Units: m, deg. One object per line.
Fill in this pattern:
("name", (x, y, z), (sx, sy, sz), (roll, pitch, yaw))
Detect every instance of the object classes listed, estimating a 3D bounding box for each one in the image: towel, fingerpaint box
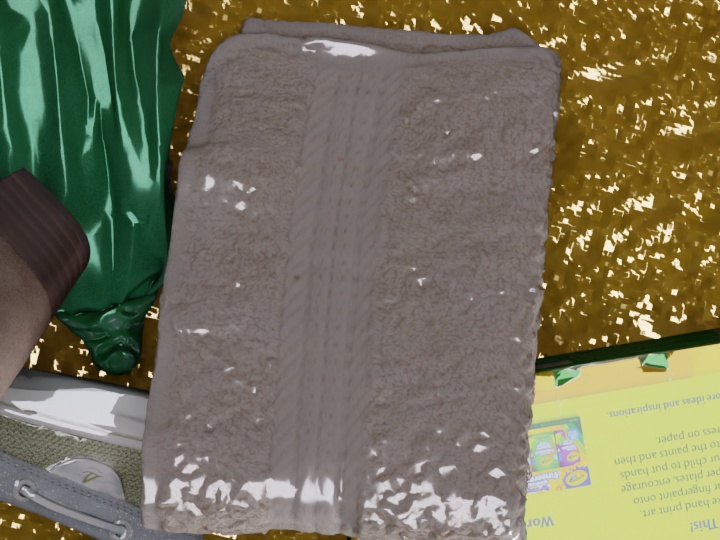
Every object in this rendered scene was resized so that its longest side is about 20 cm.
("towel", (0.000, 0.000, 0.843), (0.132, 0.035, 0.200), (3, 62, 5))
("fingerpaint box", (0.098, 0.111, 0.879), (0.199, 0.073, 0.167), (-10, 91, -2))

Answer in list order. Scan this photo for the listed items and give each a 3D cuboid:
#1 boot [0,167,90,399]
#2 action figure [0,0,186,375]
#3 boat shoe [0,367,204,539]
("boot", (-0.193, -0.013, 0.808), (0.200, 0.070, 0.146), (36, 53, 21))
("action figure", (-0.105, -0.059, 0.872), (0.118, 0.055, 0.201), (-9, 99, -5))
("boat shoe", (-0.150, 0.062, 0.863), (0.201, 0.074, 0.065), (9, 86, -11))
